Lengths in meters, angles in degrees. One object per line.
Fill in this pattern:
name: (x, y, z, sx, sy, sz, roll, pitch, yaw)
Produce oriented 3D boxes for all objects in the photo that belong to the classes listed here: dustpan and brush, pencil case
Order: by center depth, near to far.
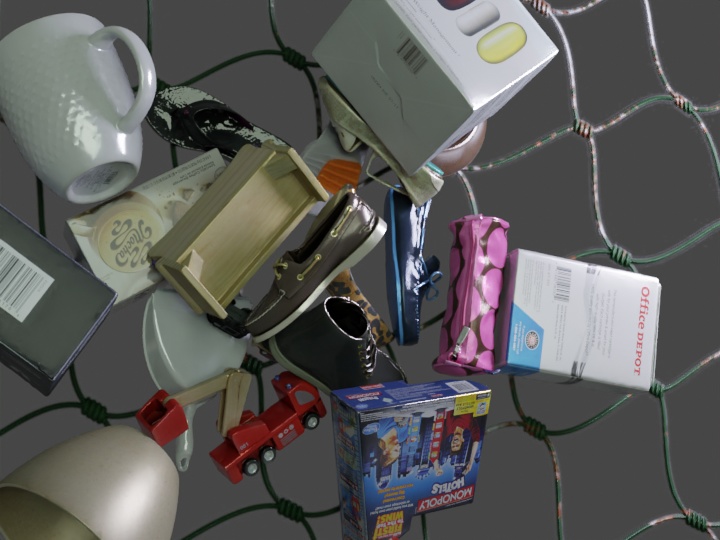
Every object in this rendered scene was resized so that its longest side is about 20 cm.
dustpan and brush: (-0.195, 0.130, 1.474, 0.138, 0.057, 0.203, 8, 75, -36)
pencil case: (0.136, 0.029, 1.563, 0.090, 0.093, 0.203, 0, 78, 28)

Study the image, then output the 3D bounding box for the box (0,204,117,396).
box: (-0.377, 0.025, 1.362, 0.196, 0.200, 0.118, 38, 72, -7)

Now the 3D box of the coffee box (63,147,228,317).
coffee box: (-0.231, -0.045, 1.482, 0.198, 0.080, 0.114, -27, 88, -19)

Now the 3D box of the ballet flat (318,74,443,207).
ballet flat: (0.013, -0.152, 1.537, 0.199, 0.067, 0.062, 41, 101, -3)

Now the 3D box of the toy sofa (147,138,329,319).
toy sofa: (-0.139, -0.049, 1.435, 0.201, 0.097, 0.083, -50, 122, -17)

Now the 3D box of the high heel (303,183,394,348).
high heel: (0.000, 0.000, 1.514, 0.141, 0.072, 0.202, 13, 110, -21)

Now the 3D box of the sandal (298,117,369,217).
sandal: (-0.036, -0.132, 1.575, 0.079, 0.059, 0.208, 40, 50, -13)

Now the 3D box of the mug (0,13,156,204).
mug: (-0.304, -0.186, 1.415, 0.147, 0.199, 0.177, 1, 58, -56)

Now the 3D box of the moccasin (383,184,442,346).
moccasin: (0.068, -0.009, 1.563, 0.067, 0.080, 0.203, 0, 80, -10)

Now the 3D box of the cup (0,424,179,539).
cup: (-0.277, 0.252, 1.369, 0.200, 0.200, 0.144, 42, 52, -5)

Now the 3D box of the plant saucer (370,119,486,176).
plant saucer: (0.080, -0.218, 1.617, 0.198, 0.032, 0.203, 8, 69, -21)

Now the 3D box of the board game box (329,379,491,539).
board game box: (0.048, 0.233, 1.494, 0.198, 0.061, 0.203, -4, 111, -35)

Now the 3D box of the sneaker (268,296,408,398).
sneaker: (0.001, 0.101, 1.468, 0.199, 0.106, 0.076, 26, 50, -33)

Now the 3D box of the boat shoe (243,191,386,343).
boat shoe: (-0.061, -0.003, 1.420, 0.200, 0.072, 0.060, -42, 109, 7)

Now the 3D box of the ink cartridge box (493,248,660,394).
ink cartridge box: (0.267, 0.068, 1.605, 0.197, 0.086, 0.149, 11, 77, -15)

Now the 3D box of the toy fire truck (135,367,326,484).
toy fire truck: (-0.143, 0.162, 1.451, 0.199, 0.049, 0.142, -36, 123, -19)

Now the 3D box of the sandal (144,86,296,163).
sandal: (-0.165, -0.171, 1.544, 0.198, 0.048, 0.076, 23, 74, -12)

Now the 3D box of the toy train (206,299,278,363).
toy train: (-0.099, 0.090, 1.493, 0.199, 0.046, 0.034, 33, 53, -28)

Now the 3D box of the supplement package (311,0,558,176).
supplement package: (0.090, -0.259, 1.511, 0.192, 0.147, 0.200, 51, 47, 2)
